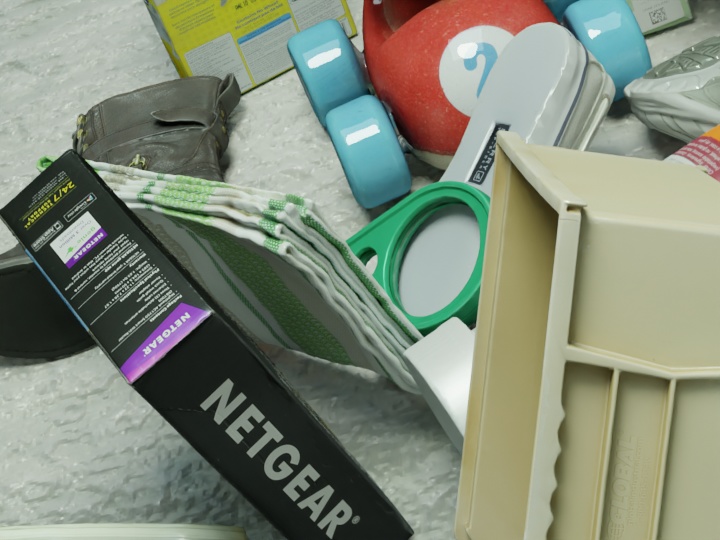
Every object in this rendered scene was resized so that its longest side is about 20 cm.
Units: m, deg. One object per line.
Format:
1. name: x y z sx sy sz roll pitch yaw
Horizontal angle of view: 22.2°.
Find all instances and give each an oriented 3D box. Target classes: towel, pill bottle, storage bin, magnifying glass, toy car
1. towel: -0.066 0.005 0.928 0.199 0.149 0.031 11 61 43
2. pill bottle: 0.127 0.023 0.865 0.199 0.110 0.110 -33 43 -4
3. storage bin: 0.097 0.060 0.710 0.093 0.200 0.200 5 10 -3
4. magnifying glass: 0.000 0.000 0.964 0.199 0.022 0.080 -6 66 43
5. toy car: 0.039 -0.173 1.032 0.183 0.201 0.177 -24 39 -1

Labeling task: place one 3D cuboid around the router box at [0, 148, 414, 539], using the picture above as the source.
1. router box: -0.070 0.049 0.856 0.051 0.200 0.149 -42 44 -4

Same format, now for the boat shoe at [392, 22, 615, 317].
1. boat shoe: 0.075 -0.028 0.970 0.071 0.070 0.201 19 81 50

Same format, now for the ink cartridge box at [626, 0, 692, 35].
1. ink cartridge box: 0.136 -0.256 1.077 0.048 0.201 0.146 -18 42 9

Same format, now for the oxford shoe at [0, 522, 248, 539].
1. oxford shoe: -0.146 0.152 0.894 0.198 0.075 0.058 -3 82 23

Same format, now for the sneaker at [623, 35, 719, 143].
1. sneaker: 0.205 -0.067 0.951 0.078 0.100 0.200 -28 16 -12

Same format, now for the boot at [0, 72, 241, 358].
1. boot: -0.155 -0.040 1.096 0.199 0.070 0.175 -18 37 -1

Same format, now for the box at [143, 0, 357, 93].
1. box: -0.088 -0.207 1.123 0.117 0.201 0.048 -28 43 -6
